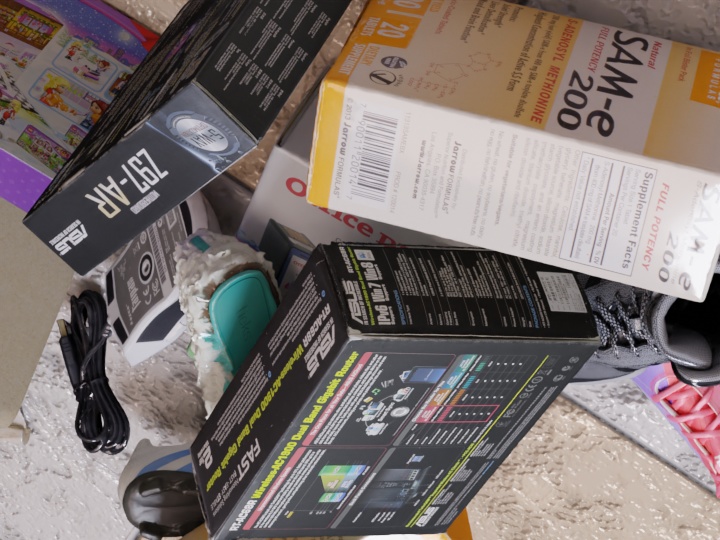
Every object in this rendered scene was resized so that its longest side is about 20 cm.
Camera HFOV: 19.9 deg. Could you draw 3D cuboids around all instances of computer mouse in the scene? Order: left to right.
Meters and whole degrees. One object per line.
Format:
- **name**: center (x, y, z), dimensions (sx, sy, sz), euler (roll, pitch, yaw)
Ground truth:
- **computer mouse**: center (-0.130, 0.022, 1.281), dimensions (0.044, 0.110, 0.200), euler (7, 142, -33)

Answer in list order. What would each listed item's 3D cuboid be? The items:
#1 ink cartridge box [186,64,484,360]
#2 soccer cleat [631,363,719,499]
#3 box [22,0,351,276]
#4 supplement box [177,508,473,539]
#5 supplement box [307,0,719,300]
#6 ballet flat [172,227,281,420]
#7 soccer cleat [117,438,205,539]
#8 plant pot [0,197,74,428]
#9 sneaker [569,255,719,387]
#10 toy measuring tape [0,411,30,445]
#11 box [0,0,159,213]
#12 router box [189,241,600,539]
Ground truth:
- **ink cartridge box**: center (0.000, 0.000, 1.179), dimensions (0.145, 0.088, 0.200), euler (30, 136, 1)
- **soccer cleat**: center (0.210, 0.093, 1.159), dimensions (0.200, 0.077, 0.067), euler (43, 136, -15)
- **box**: center (-0.072, -0.104, 1.034), dimensions (0.044, 0.200, 0.160), euler (43, 135, -15)
- **supplement box**: center (-0.031, 0.184, 1.277), dimensions (0.200, 0.126, 0.074), euler (-34, 115, 12)
- **supplement box**: center (0.087, -0.069, 1.004), dimensions (0.199, 0.126, 0.074), euler (14, 124, 7)
- **ballet flat**: center (-0.066, 0.055, 1.170), dimensions (0.071, 0.072, 0.201), euler (9, 132, 21)
- **soccer cleat**: center (-0.062, 0.141, 1.373), dimensions (0.199, 0.086, 0.070), euler (5, 116, -6)
- **plant pot**: center (-0.285, 0.001, 1.241), dimensions (0.177, 0.201, 0.199), euler (29, 162, -27)
- **sneaker**: center (0.150, 0.023, 1.072), dimensions (0.199, 0.114, 0.076), euler (-18, 96, 24)
- **toy measuring tape**: center (-0.273, 0.064, 1.403), dimensions (0.073, 0.074, 0.201), euler (9, 134, 21)
- **box**: center (-0.194, -0.110, 1.142), dimensions (0.199, 0.137, 0.039), euler (31, 137, -1)
- **router box**: center (0.013, 0.069, 1.090), dimensions (0.149, 0.062, 0.200), euler (2, 142, -29)
